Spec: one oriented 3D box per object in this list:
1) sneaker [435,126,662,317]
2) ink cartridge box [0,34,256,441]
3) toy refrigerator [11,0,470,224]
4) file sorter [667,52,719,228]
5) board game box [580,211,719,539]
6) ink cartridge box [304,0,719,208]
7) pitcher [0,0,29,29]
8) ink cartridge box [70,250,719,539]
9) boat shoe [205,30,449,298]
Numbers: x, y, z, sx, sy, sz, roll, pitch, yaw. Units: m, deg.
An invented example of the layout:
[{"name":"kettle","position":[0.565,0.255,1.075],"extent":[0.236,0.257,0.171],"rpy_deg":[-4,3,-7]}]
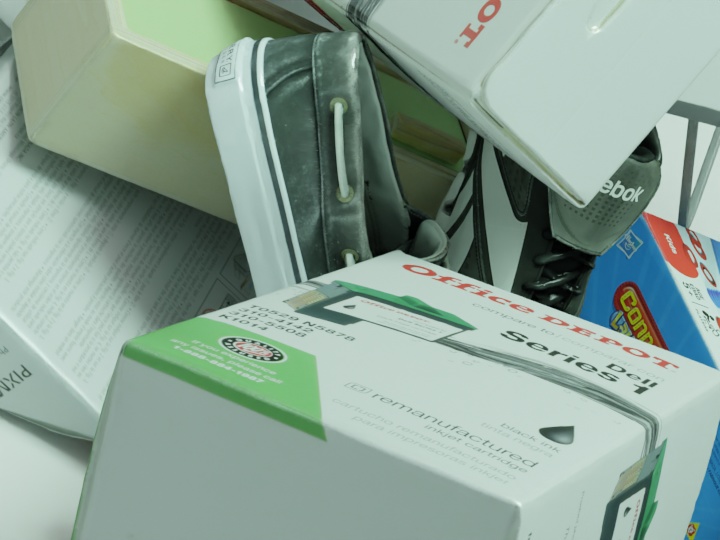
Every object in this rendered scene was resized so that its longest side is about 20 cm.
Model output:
[{"name":"sneaker","position":[0.077,-0.025,0.990],"extent":[0.066,0.090,0.200],"rpy_deg":[12,86,-33]},{"name":"ink cartridge box","position":[-0.103,0.011,1.006],"extent":[0.200,0.057,0.163],"rpy_deg":[50,34,-17]},{"name":"toy refrigerator","position":[-0.040,-0.067,1.020],"extent":[0.200,0.070,0.076],"rpy_deg":[22,35,-32]},{"name":"file sorter","position":[0.124,-0.107,1.124],"extent":[0.200,0.125,0.139],"rpy_deg":[17,60,13]},{"name":"board game box","position":[0.200,0.086,1.097],"extent":[0.196,0.056,0.200],"rpy_deg":[17,41,-45]},{"name":"ink cartridge box","position":[0.059,-0.135,0.955],"extent":[0.084,0.144,0.200],"rpy_deg":[40,1,-40]},{"name":"pitcher","position":[-0.146,-0.177,1.110],"extent":[0.172,0.121,0.200],"rpy_deg":[-3,38,-13]},{"name":"ink cartridge box","position":[0.021,0.065,0.827],"extent":[0.146,0.084,0.200],"rpy_deg":[21,18,21]},{"name":"boat shoe","position":[0.000,0.000,0.955],"extent":[0.072,0.071,0.200],"rpy_deg":[-69,145,-56]}]
